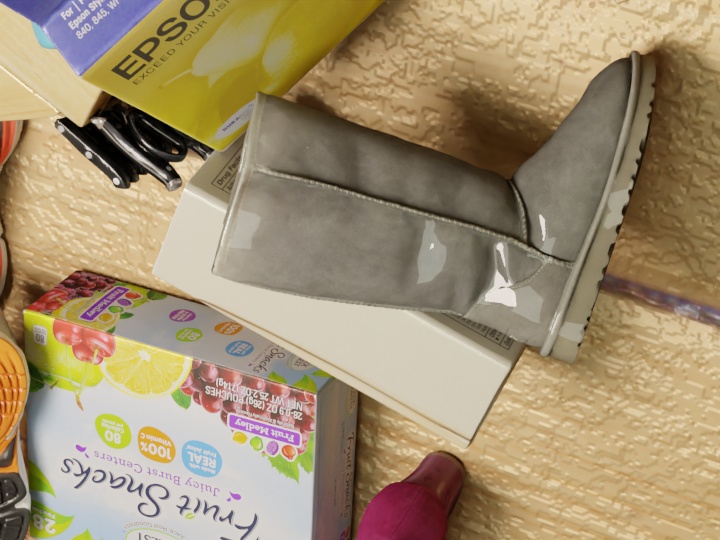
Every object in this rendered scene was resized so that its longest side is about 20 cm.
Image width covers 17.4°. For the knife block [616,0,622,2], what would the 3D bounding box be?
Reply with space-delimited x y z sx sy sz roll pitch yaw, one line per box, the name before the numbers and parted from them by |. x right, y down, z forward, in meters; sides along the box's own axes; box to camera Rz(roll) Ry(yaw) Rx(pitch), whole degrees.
knife block | 0.102 -0.255 1.142 0.175 0.064 0.200 27 124 14

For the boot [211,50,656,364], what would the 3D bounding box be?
boot | 0.039 -0.054 1.217 0.200 0.073 0.182 19 83 4

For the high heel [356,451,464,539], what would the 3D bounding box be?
high heel | 0.008 0.204 1.408 0.067 0.096 0.200 21 122 17

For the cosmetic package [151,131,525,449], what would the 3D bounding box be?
cosmetic package | 0.000 0.000 1.292 0.200 0.104 0.073 29 130 6

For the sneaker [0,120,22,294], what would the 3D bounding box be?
sneaker | -0.264 -0.032 1.439 0.077 0.082 0.200 22 122 16

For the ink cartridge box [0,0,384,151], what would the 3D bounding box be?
ink cartridge box | -0.055 -0.159 1.165 0.198 0.200 0.047 -41 66 13

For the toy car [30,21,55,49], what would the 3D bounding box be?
toy car | -0.122 -0.208 1.181 0.177 0.200 0.185 -15 104 1

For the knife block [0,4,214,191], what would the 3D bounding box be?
knife block | -0.149 -0.144 1.336 0.175 0.064 0.200 -3 112 28

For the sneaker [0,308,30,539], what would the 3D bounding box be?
sneaker | -0.240 0.098 1.461 0.076 0.092 0.200 5 124 -15

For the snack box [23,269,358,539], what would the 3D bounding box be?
snack box | -0.104 0.107 1.435 0.200 0.068 0.169 16 121 21
